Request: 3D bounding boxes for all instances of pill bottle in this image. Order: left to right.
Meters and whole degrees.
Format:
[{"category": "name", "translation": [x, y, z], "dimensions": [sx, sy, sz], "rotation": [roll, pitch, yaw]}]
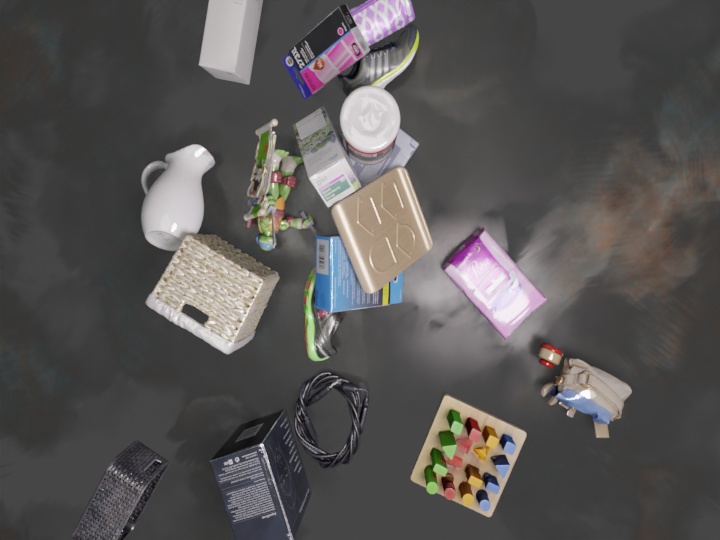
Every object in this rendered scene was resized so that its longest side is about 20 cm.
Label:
[{"category": "pill bottle", "translation": [0.017, -0.261, 1.072], "dimensions": [0.106, 0.200, 0.116], "rotation": [0, 91, 0]}]

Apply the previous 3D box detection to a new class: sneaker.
[{"category": "sneaker", "translation": [-0.079, 0.087, 1.217], "dimensions": [0.080, 0.077, 0.209], "rotation": [-2, 98, -13]}, {"category": "sneaker", "translation": [0.037, -0.419, 1.146], "dimensions": [0.200, 0.074, 0.081], "rotation": [-46, 122, 5]}]

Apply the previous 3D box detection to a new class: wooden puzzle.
[{"category": "wooden puzzle", "translation": [0.043, -0.083, 1.146], "dimensions": [0.197, 0.046, 0.190], "rotation": [-33, 107, -30]}]

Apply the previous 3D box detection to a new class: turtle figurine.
[{"category": "turtle figurine", "translation": [-0.143, -0.137, 1.164], "dimensions": [0.139, 0.198, 0.202], "rotation": [5, 91, -30]}]

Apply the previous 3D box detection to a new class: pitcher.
[{"category": "pitcher", "translation": [-0.396, -0.147, 1.177], "dimensions": [0.165, 0.122, 0.207], "rotation": [-5, 61, 21]}]

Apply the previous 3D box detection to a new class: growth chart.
[{"category": "growth chart", "translation": [-0.196, -0.195, 1.120], "dimensions": [0.017, 0.143, 0.208], "rotation": [11, 79, -26]}]

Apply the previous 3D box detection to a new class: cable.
[{"category": "cable", "translation": [-0.070, 0.329, 1.238], "dimensions": [0.157, 0.051, 0.208], "rotation": [15, 96, 3]}]

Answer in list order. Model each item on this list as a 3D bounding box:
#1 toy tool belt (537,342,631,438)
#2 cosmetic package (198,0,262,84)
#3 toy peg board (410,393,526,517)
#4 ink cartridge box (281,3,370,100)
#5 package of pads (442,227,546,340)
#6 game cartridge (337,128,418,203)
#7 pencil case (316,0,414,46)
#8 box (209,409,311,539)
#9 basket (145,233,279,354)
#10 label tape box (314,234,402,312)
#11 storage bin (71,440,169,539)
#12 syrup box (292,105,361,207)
[{"category": "toy tool belt", "translation": [0.434, 0.246, 1.159], "dimensions": [0.195, 0.125, 0.126], "rotation": [26, 88, 2]}, {"category": "cosmetic package", "translation": [-0.258, -0.498, 1.159], "dimensions": [0.082, 0.108, 0.208], "rotation": [12, 94, 3]}, {"category": "toy peg board", "translation": [0.229, 0.403, 1.198], "dimensions": [0.193, 0.098, 0.206], "rotation": [23, 96, 2]}, {"category": "ink cartridge box", "translation": [-0.078, -0.422, 1.128], "dimensions": [0.196, 0.037, 0.096], "rotation": [-22, 107, 42]}, {"category": "package of pads", "translation": [0.273, 0.026, 1.176], "dimensions": [0.120, 0.076, 0.201], "rotation": [-43, 91, 4]}, {"category": "game cartridge", "translation": [0.016, -0.219, 1.196], "dimensions": [0.131, 0.041, 0.203], "rotation": [35, 96, -3]}, {"category": "pencil case", "translation": [0.016, -0.501, 1.146], "dimensions": [0.195, 0.086, 0.086], "rotation": [-28, 62, 7]}, {"category": "box", "translation": [-0.197, 0.430, 1.181], "dimensions": [0.120, 0.200, 0.203], "rotation": [-19, 93, 7]}, {"category": "basket", "translation": [-0.288, 0.039, 1.158], "dimensions": [0.194, 0.200, 0.165], "rotation": [30, 94, 1]}, {"category": "label tape box", "translation": [0.000, 0.000, 1.182], "dimensions": [0.195, 0.065, 0.150], "rotation": [-5, 98, -41]}, {"category": "storage bin", "translation": [-0.518, 0.495, 1.242], "dimensions": [0.092, 0.135, 0.204], "rotation": [31, 96, 1]}, {"category": "syrup box", "translation": [-0.068, -0.226, 1.119], "dimensions": [0.077, 0.203, 0.082], "rotation": [-28, 136, 8]}]
